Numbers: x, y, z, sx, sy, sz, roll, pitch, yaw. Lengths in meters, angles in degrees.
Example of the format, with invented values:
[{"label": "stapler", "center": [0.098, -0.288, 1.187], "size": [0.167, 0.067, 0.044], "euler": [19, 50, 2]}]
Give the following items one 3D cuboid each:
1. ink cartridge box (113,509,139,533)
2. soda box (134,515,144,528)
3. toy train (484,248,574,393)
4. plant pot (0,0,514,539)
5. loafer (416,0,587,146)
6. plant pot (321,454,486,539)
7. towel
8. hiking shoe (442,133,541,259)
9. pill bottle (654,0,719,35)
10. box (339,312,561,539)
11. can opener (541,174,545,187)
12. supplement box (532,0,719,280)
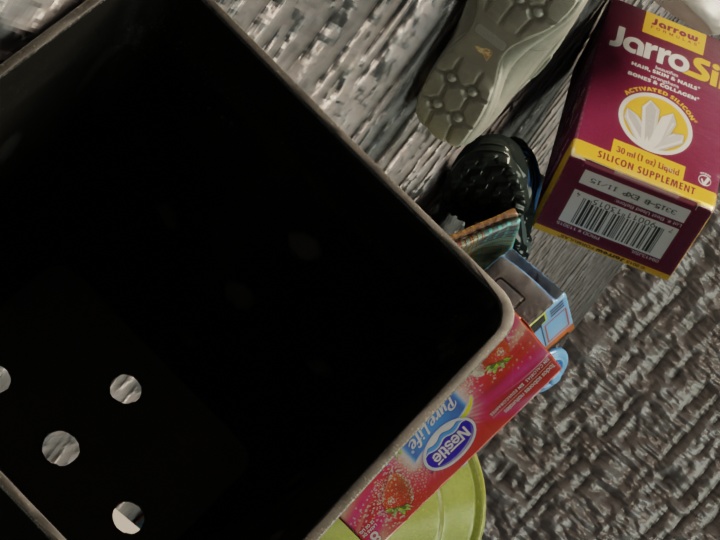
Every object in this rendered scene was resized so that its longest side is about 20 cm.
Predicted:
[{"label": "ink cartridge box", "center": [-0.148, 0.237, 1.029], "size": [0.146, 0.200, 0.084], "euler": [-52, 172, 6]}, {"label": "soda box", "center": [-0.118, 0.194, 1.351], "size": [0.200, 0.063, 0.069], "euler": [-41, 162, -41]}, {"label": "toy train", "center": [0.089, 0.080, 1.444], "size": [0.200, 0.087, 0.115], "euler": [-40, 145, -12]}, {"label": "plant pot", "center": [-0.098, 0.041, 0.688], "size": [0.200, 0.199, 0.178], "euler": [-44, 177, -35]}, {"label": "loafer", "center": [0.101, -0.165, 1.131], "size": [0.200, 0.070, 0.070], "euler": [-52, 176, 40]}, {"label": "plant pot", "center": [-0.024, 0.208, 1.533], "size": [0.189, 0.200, 0.201], "euler": [-14, 143, -51]}, {"label": "towel", "center": [0.061, 0.015, 1.480], "size": [0.146, 0.022, 0.200], "euler": [-24, 164, -9]}, {"label": "hiking shoe", "center": [0.112, -0.079, 1.467], "size": [0.200, 0.074, 0.087], "euler": [75, 26, -70]}, {"label": "pill bottle", "center": [0.299, -0.296, 1.389], "size": [0.201, 0.112, 0.112], "euler": [-54, 168, 4]}, {"label": "box", "center": [0.040, 0.099, 1.328], "size": [0.200, 0.096, 0.100], "euler": [-44, -163, -3]}, {"label": "can opener", "center": [0.124, -0.026, 1.666], "size": [0.067, 0.053, 0.200], "euler": [-47, 166, -28]}, {"label": "supplement box", "center": [0.237, -0.113, 1.496], "size": [0.104, 0.130, 0.201], "euler": [113, -3, -50]}]
